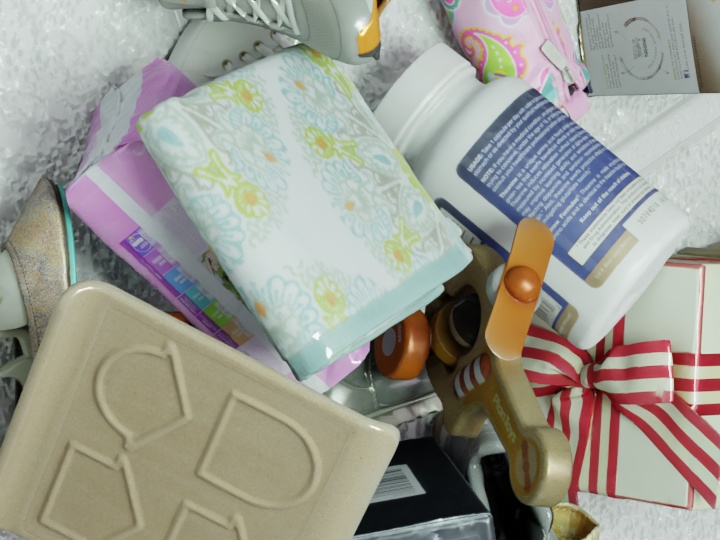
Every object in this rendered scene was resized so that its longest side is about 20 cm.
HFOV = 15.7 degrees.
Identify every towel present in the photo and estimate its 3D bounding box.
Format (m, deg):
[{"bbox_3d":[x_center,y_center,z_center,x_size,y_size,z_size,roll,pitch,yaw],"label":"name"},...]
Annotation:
[{"bbox_3d":[-0.030,-0.039,1.496,0.172,0.048,0.200,54,31,3],"label":"towel"}]

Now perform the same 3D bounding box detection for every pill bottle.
[{"bbox_3d":[0.102,-0.052,1.671,0.200,0.111,0.111,40,60,9],"label":"pill bottle"}]

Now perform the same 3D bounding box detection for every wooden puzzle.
[{"bbox_3d":[-0.096,0.108,1.454,0.199,0.186,0.046,24,34,-1],"label":"wooden puzzle"}]

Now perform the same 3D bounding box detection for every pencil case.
[{"bbox_3d":[0.090,-0.190,1.721,0.087,0.087,0.201,-36,114,-33],"label":"pencil case"}]

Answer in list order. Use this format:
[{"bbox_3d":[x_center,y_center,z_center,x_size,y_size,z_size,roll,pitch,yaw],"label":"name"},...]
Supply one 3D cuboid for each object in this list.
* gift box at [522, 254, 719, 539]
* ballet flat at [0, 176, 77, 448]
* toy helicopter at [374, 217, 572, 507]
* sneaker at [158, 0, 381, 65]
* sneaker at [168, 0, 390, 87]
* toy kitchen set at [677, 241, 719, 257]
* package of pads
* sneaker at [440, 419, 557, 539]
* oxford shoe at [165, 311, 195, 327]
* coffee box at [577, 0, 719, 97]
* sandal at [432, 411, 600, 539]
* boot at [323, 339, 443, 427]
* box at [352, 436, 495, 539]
[{"bbox_3d":[0.215,0.085,1.784,0.186,0.184,0.202,1,88,-43],"label":"gift box"},{"bbox_3d":[-0.193,0.049,1.507,0.067,0.068,0.202,-8,97,-17],"label":"ballet flat"},{"bbox_3d":[0.088,0.058,1.572,0.078,0.201,0.133,8,126,-28],"label":"toy helicopter"},{"bbox_3d":[-0.066,-0.164,1.528,0.092,0.200,0.076,-25,130,-26],"label":"sneaker"},{"bbox_3d":[-0.044,-0.145,1.608,0.200,0.084,0.073,-49,123,-26],"label":"sneaker"},{"bbox_3d":[0.372,0.043,1.904,0.163,0.199,0.182,-24,108,-37],"label":"toy kitchen set"},{"bbox_3d":[-0.079,-0.022,1.536,0.200,0.076,0.121,44,26,-18],"label":"package of pads"},{"bbox_3d":[0.099,0.188,1.650,0.075,0.116,0.201,-20,104,1],"label":"sneaker"},{"bbox_3d":[-0.127,0.114,1.575,0.071,0.072,0.202,-56,148,-63],"label":"oxford shoe"},{"bbox_3d":[0.257,-0.168,1.791,0.114,0.199,0.080,-15,101,-40],"label":"coffee box"},{"bbox_3d":[0.125,0.177,1.736,0.077,0.069,0.213,-28,89,-44],"label":"sandal"},{"bbox_3d":[0.002,0.000,1.675,0.181,0.072,0.202,-22,101,-38],"label":"boot"},{"bbox_3d":[0.022,0.226,1.597,0.116,0.197,0.202,-9,101,-7],"label":"box"}]
